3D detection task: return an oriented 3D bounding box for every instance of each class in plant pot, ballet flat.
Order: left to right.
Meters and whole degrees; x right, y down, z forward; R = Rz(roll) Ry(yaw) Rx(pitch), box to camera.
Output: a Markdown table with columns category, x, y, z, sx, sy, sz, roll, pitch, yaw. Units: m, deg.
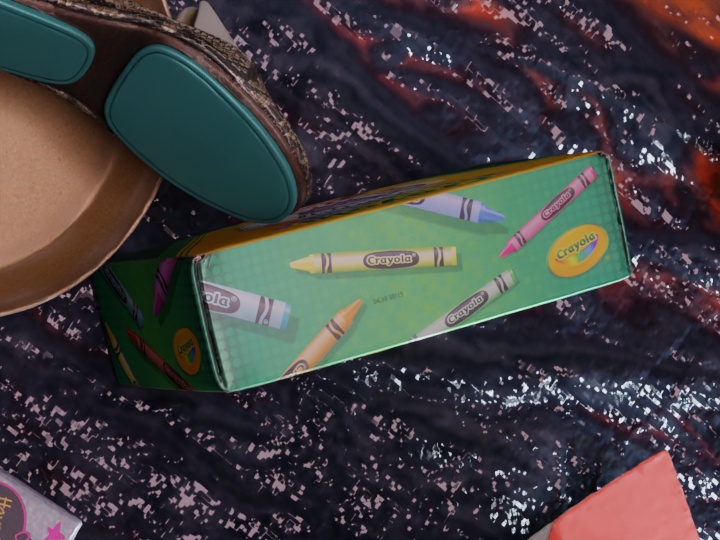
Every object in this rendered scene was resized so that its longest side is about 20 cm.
| category | x | y | z | sx | sy | sz | roll | pitch | yaw |
| --- | --- | --- | --- | --- | --- | --- | --- | --- | --- |
| plant pot | -0.171 | -0.079 | 1.055 | 0.199 | 0.027 | 0.202 | 1 | 88 | -26 |
| ballet flat | -0.101 | -0.095 | 1.039 | 0.199 | 0.068 | 0.076 | 27 | 44 | -17 |

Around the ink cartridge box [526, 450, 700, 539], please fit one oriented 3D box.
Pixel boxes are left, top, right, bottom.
| category | x | y | z | sx | sy | sz | roll | pitch | yaw |
| --- | --- | --- | --- | --- | --- | --- | --- | --- | --- |
| ink cartridge box | 0.099 | 0.201 | 1.147 | 0.199 | 0.047 | 0.161 | -32 | 114 | -22 |

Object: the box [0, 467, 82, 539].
| category | x | y | z | sx | sy | sz | roll | pitch | yaw |
| --- | --- | --- | --- | --- | --- | --- | --- | --- | --- |
| box | -0.206 | 0.112 | 0.938 | 0.114 | 0.200 | 0.133 | 36 | 75 | -23 |

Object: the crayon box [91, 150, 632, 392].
| category | x | y | z | sx | sy | sz | roll | pitch | yaw |
| --- | --- | --- | --- | --- | --- | --- | --- | --- | --- |
| crayon box | 0.000 | 0.000 | 1.086 | 0.199 | 0.119 | 0.059 | -15 | 95 | -26 |
